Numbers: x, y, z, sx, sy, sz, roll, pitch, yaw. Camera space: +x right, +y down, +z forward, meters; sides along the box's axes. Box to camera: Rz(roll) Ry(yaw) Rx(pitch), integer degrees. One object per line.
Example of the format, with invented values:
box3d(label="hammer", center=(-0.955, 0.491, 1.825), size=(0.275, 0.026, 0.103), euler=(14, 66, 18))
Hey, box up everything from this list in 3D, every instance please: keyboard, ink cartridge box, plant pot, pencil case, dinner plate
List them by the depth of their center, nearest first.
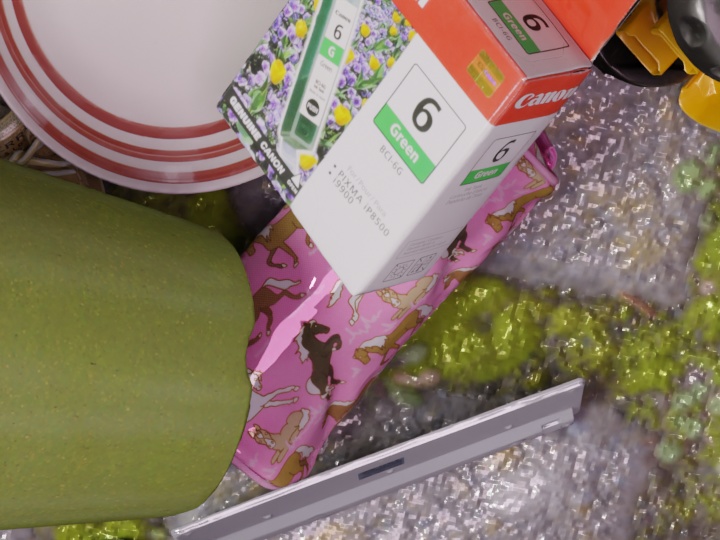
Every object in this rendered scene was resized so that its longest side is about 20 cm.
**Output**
box3d(label="ink cartridge box", center=(0.031, -0.096, 1.093), size=(0.109, 0.050, 0.200), euler=(53, 129, 19))
box3d(label="plant pot", center=(-0.150, 0.030, 1.112), size=(0.189, 0.200, 0.201), euler=(7, 105, -30))
box3d(label="dinner plate", center=(-0.076, -0.134, 1.167), size=(0.199, 0.024, 0.202), euler=(-4, 100, -24))
box3d(label="pencil case", center=(0.000, 0.000, 1.206), size=(0.083, 0.086, 0.200), euler=(43, 96, 18))
box3d(label="keyboard", center=(0.009, 0.091, 1.251), size=(0.199, 0.056, 0.011), euler=(-20, 68, -4))

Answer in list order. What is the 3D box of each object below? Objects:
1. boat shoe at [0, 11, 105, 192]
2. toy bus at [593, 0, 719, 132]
box3d(label="boat shoe", center=(-0.169, -0.081, 1.162), size=(0.073, 0.063, 0.202), euler=(-25, 108, -2))
box3d(label="toy bus", center=(0.156, -0.185, 1.164), size=(0.200, 0.136, 0.192), euler=(44, 81, -15))
